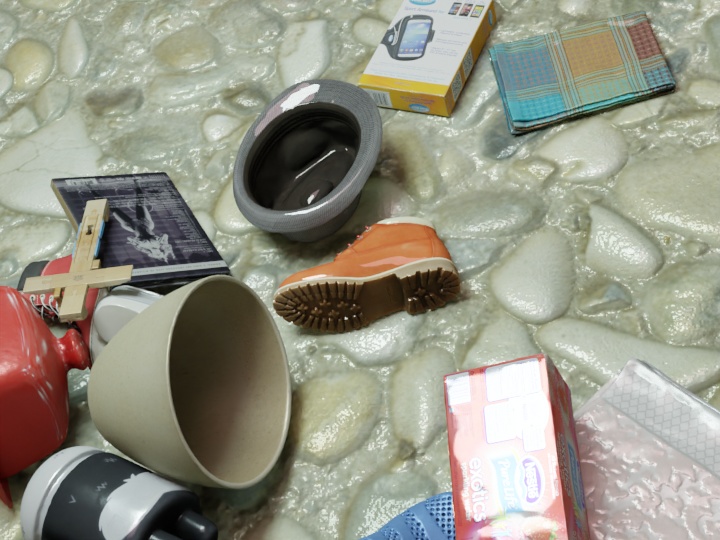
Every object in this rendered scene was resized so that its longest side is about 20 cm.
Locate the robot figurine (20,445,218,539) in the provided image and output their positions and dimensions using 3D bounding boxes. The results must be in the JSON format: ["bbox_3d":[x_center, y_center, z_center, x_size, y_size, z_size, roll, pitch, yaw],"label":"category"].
[{"bbox_3d":[-0.229,0.246,1.192,0.198,0.150,0.126,18,76,27],"label":"robot figurine"}]

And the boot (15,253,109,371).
[{"bbox_3d":[-0.328,0.053,1.409,0.143,0.073,0.201,-15,42,4],"label":"boot"}]

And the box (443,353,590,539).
[{"bbox_3d":[0.141,0.189,1.110,0.102,0.095,0.202,-15,58,19],"label":"box"}]

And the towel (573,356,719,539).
[{"bbox_3d":[0.265,0.190,1.149,0.191,0.032,0.199,-42,52,-17],"label":"towel"}]

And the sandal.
[{"bbox_3d":[0.020,0.265,1.127,0.199,0.087,0.079,-35,49,-15],"label":"sandal"}]

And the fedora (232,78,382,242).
[{"bbox_3d":[-0.053,-0.112,1.443,0.175,0.091,0.202,8,62,24],"label":"fedora"}]

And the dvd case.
[{"bbox_3d":[-0.255,-0.048,1.452,0.147,0.016,0.200,-6,41,-33],"label":"dvd case"}]

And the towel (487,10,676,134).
[{"bbox_3d":[0.259,-0.241,1.500,0.198,0.022,0.148,-14,51,5],"label":"towel"}]

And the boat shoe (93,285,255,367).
[{"bbox_3d":[-0.181,0.066,1.333,0.198,0.073,0.069,13,31,1],"label":"boat shoe"}]

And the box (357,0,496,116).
[{"bbox_3d":[0.089,-0.281,1.572,0.118,0.042,0.201,12,54,24],"label":"box"}]

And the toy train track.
[{"bbox_3d":[-0.292,-0.006,1.348,0.113,0.033,0.201,-7,38,3],"label":"toy train track"}]

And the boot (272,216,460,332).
[{"bbox_3d":[0.000,0.000,1.357,0.198,0.075,0.108,-11,47,-3],"label":"boot"}]

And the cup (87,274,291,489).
[{"bbox_3d":[-0.179,0.114,1.223,0.142,0.201,0.202,-9,48,29],"label":"cup"}]

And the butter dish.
[{"bbox_3d":[-0.352,0.104,1.298,0.146,0.201,0.200,-21,49,-11],"label":"butter dish"}]
